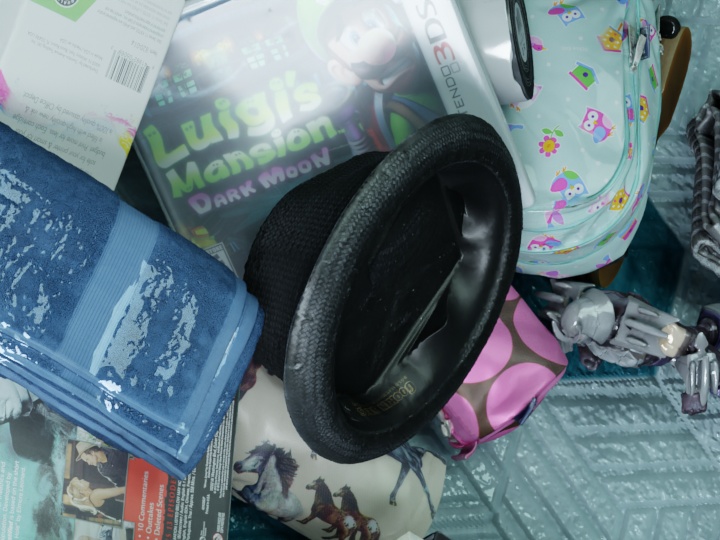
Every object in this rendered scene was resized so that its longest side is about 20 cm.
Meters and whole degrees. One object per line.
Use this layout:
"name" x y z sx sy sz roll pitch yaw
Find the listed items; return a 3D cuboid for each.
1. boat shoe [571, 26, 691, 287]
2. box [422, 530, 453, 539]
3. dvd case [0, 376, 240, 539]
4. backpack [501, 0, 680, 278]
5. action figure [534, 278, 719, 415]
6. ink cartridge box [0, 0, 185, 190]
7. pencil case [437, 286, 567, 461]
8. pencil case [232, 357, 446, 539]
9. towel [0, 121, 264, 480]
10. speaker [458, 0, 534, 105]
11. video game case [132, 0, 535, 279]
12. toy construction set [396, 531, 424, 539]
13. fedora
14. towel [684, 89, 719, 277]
"boat shoe" 0.156 -0.079 1.621 0.070 0.070 0.200 12 58 16
"box" 0.063 0.262 1.316 0.158 0.050 0.200 33 55 -16
"dvd case" -0.155 0.101 1.259 0.200 0.022 0.146 16 66 -30
"backpack" 0.107 -0.098 1.526 0.127 0.167 0.200 50 37 -66
"action figure" 0.188 0.049 1.542 0.200 0.130 0.069 14 104 -41
"ink cartridge box" -0.181 -0.074 1.312 0.117 0.067 0.200 24 86 -54
"pencil case" 0.033 0.012 1.485 0.094 0.091 0.200 -39 88 -13
"pencil case" -0.045 0.102 1.392 0.200 0.089 0.078 30 26 -17
"towel" -0.144 0.009 1.242 0.200 0.049 0.112 34 69 -22
"speaker" -0.005 -0.122 1.450 0.200 0.081 0.081 -8 64 12
"video game case" -0.026 -0.084 1.403 0.023 0.200 0.182 -82 151 -69
"toy construction set" -0.020 0.214 1.224 0.092 0.131 0.200 27 37 -11
"fedora" 0.000 0.000 1.351 0.092 0.201 0.201 21 42 32
"towel" 0.300 -0.030 1.653 0.200 0.086 0.166 33 39 -16
